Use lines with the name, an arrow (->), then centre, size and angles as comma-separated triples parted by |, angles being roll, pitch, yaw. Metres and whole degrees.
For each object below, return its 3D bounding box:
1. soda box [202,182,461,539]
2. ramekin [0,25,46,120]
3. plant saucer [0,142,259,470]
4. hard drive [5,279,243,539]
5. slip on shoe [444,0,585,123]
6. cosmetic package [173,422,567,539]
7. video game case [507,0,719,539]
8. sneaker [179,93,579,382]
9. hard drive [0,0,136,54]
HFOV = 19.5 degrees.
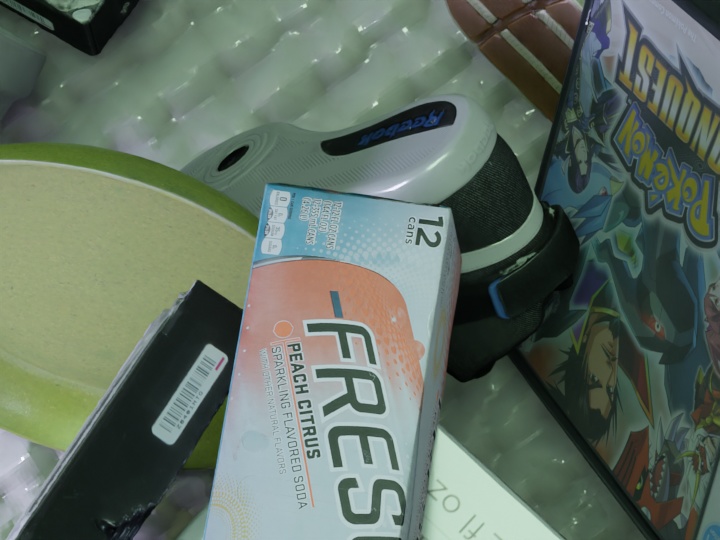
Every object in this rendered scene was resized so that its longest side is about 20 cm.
soda box -> -0.013, 0.077, 0.672 | 0.063, 0.068, 0.201 | 7, 78, 8
ramekin -> -0.236, -0.090, 0.837 | 0.200, 0.200, 0.105 | 30, 93, 10
plant saucer -> -0.099, 0.012, 0.811 | 0.199, 0.200, 0.031 | 8, 53, 7
hard drive -> -0.108, 0.098, 0.764 | 0.038, 0.200, 0.140 | 34, 60, -3
slip on shoe -> 0.116, -0.065, 0.862 | 0.200, 0.076, 0.061 | 48, 42, 3
cosmetic package -> -0.003, 0.166, 0.774 | 0.165, 0.165, 0.200 | 41, 85, 13
video game case -> 0.116, -0.001, 0.756 | 0.025, 0.200, 0.182 | 0, 120, -24
sneaker -> 0.000, 0.000, 0.835 | 0.112, 0.200, 0.073 | 52, 58, -24
hard drive -> -0.117, -0.208, 0.901 | 0.139, 0.038, 0.200 | 30, 73, 11
